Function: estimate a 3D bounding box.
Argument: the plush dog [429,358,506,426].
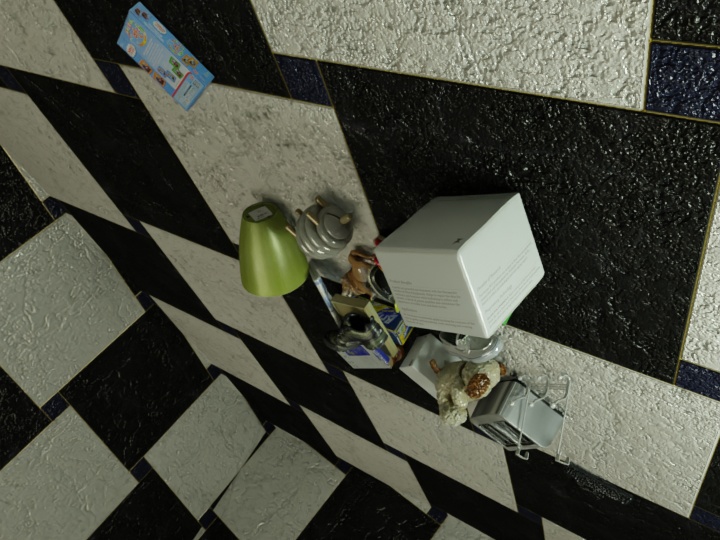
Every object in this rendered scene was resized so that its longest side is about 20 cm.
[{"bbox_3d":[0.272,0.268,1.600,0.171,0.200,0.162,-28,92,38],"label":"plush dog"}]

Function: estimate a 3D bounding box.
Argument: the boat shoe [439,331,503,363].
[{"bbox_3d":[0.257,0.176,1.557,0.067,0.074,0.199,42,155,-17],"label":"boat shoe"}]

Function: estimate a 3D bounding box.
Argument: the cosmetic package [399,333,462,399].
[{"bbox_3d":[0.218,0.277,1.744,0.200,0.113,0.081,41,155,-8],"label":"cosmetic package"}]

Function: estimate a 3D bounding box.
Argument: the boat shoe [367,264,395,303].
[{"bbox_3d":[0.098,0.050,1.539,0.200,0.072,0.067,41,162,-30],"label":"boat shoe"}]

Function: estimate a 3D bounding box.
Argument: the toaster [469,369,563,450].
[{"bbox_3d":[0.399,0.374,1.674,0.199,0.119,0.181,38,155,-4],"label":"toaster"}]

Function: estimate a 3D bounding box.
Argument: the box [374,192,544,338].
[{"bbox_3d":[0.174,-0.015,1.135,0.198,0.200,0.173,4,127,48],"label":"box"}]

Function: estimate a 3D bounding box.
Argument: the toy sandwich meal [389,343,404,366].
[{"bbox_3d":[0.036,0.206,1.897,0.204,0.071,0.206,29,154,15],"label":"toy sandwich meal"}]

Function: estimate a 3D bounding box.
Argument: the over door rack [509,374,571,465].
[{"bbox_3d":[0.418,0.344,1.509,0.066,0.202,0.147,12,167,-26],"label":"over door rack"}]

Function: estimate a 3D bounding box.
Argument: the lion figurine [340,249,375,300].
[{"bbox_3d":[0.000,0.000,1.600,0.122,0.072,0.201,37,144,29],"label":"lion figurine"}]

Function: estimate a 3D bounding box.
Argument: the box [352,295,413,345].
[{"bbox_3d":[0.044,0.132,1.757,0.199,0.070,0.065,17,149,36],"label":"box"}]

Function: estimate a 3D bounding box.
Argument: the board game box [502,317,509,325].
[{"bbox_3d":[0.224,0.027,1.375,0.152,0.040,0.201,12,146,41],"label":"board game box"}]

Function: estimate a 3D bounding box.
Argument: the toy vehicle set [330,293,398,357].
[{"bbox_3d":[0.012,0.147,1.710,0.123,0.027,0.201,11,143,41],"label":"toy vehicle set"}]

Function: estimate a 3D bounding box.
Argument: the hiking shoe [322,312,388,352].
[{"bbox_3d":[-0.024,0.149,1.655,0.198,0.076,0.101,-8,118,37],"label":"hiking shoe"}]

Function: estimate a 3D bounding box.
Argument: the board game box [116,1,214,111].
[{"bbox_3d":[-0.414,-0.445,1.362,0.200,0.037,0.151,43,154,-18],"label":"board game box"}]

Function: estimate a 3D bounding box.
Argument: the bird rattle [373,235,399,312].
[{"bbox_3d":[0.068,-0.010,1.419,0.200,0.112,0.163,48,-175,-41],"label":"bird rattle"}]

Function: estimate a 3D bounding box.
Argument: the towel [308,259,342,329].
[{"bbox_3d":[-0.088,0.076,1.762,0.201,0.024,0.147,64,178,-23],"label":"towel"}]

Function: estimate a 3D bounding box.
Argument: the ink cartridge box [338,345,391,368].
[{"bbox_3d":[0.009,0.223,1.759,0.100,0.039,0.199,48,153,-18],"label":"ink cartridge box"}]

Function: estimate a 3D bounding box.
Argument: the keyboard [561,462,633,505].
[{"bbox_3d":[0.678,0.629,1.864,0.199,0.040,0.105,26,153,23],"label":"keyboard"}]

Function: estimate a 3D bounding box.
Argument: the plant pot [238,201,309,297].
[{"bbox_3d":[-0.238,-0.069,1.669,0.186,0.187,0.202,20,136,30],"label":"plant pot"}]

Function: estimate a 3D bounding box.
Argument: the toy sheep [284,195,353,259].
[{"bbox_3d":[-0.084,-0.093,1.458,0.138,0.138,0.199,44,148,-18],"label":"toy sheep"}]
